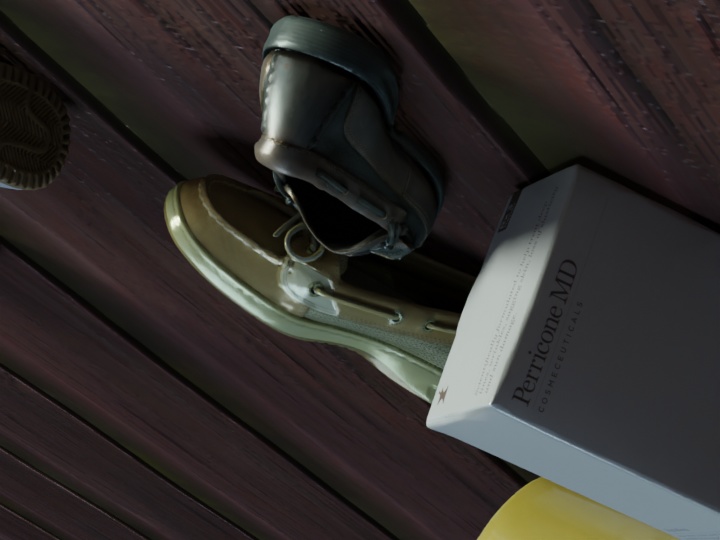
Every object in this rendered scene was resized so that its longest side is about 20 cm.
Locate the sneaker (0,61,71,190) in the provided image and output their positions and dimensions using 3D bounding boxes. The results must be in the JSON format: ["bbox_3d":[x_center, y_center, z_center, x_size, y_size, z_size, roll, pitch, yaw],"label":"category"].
[{"bbox_3d":[-0.232,-0.093,1.120,0.108,0.071,0.200,8,163,35],"label":"sneaker"}]

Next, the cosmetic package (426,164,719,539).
[{"bbox_3d":[0.141,0.050,1.022,0.199,0.114,0.081,24,166,-16],"label":"cosmetic package"}]

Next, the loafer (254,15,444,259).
[{"bbox_3d":[-0.013,-0.038,1.016,0.071,0.063,0.200,17,164,15],"label":"loafer"}]

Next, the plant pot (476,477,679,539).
[{"bbox_3d":[0.162,0.224,1.471,0.188,0.201,0.201,29,171,31],"label":"plant pot"}]

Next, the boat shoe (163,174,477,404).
[{"bbox_3d":[0.001,0.002,1.160,0.200,0.063,0.073,31,-152,-18],"label":"boat shoe"}]
